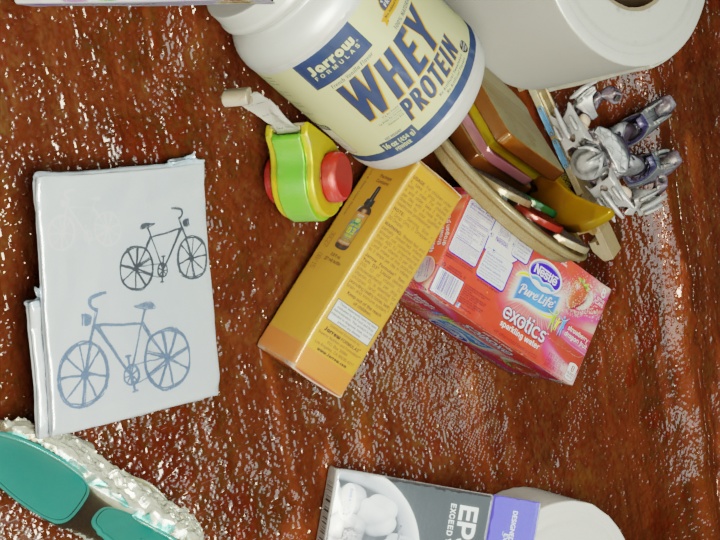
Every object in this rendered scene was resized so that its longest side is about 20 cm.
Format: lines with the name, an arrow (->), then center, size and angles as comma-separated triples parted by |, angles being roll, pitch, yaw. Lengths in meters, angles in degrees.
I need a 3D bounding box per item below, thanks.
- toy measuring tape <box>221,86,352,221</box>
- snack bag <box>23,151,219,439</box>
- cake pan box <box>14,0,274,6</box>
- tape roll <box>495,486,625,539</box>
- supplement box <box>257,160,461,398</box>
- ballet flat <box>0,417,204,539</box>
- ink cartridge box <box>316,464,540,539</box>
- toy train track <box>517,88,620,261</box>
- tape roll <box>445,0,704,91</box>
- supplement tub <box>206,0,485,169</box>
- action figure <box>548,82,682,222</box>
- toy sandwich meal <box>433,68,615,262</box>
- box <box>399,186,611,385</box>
toy measuring tape -> -0.057, -0.083, 1.327 | 0.200, 0.073, 0.074 | 32, 74, -63
snack bag -> -0.182, 0.015, 1.275 | 0.188, 0.021, 0.202 | -11, 100, -51
cake pan box -> -0.161, -0.285, 1.203 | 0.198, 0.052, 0.186 | 1, 95, 5
tape roll -> 0.163, 0.309, 1.561 | 0.201, 0.071, 0.205 | -5, 98, -37
supplement box -> 0.000, 0.000, 1.389 | 0.069, 0.066, 0.201 | 33, 85, -35
ballet flat -> -0.203, 0.169, 1.273 | 0.199, 0.072, 0.072 | 37, 73, -15
ink cartridge box -> 0.053, 0.283, 1.445 | 0.198, 0.043, 0.200 | 10, 88, -12
toy train track -> 0.186, -0.100, 1.553 | 0.115, 0.032, 0.201 | -43, 112, -51
tape roll -> 0.187, -0.267, 1.457 | 0.201, 0.139, 0.205 | 4, 84, -35
supplement tub -> -0.011, -0.190, 1.329 | 0.200, 0.144, 0.146 | 38, 73, -33
action figure -> 0.240, -0.113, 1.533 | 0.200, 0.069, 0.131 | -19, 88, -61
toy sandwich meal -> 0.135, -0.092, 1.427 | 0.205, 0.206, 0.070 | 33, 108, -35
box -> 0.115, 0.013, 1.476 | 0.199, 0.095, 0.100 | 32, 77, -34
